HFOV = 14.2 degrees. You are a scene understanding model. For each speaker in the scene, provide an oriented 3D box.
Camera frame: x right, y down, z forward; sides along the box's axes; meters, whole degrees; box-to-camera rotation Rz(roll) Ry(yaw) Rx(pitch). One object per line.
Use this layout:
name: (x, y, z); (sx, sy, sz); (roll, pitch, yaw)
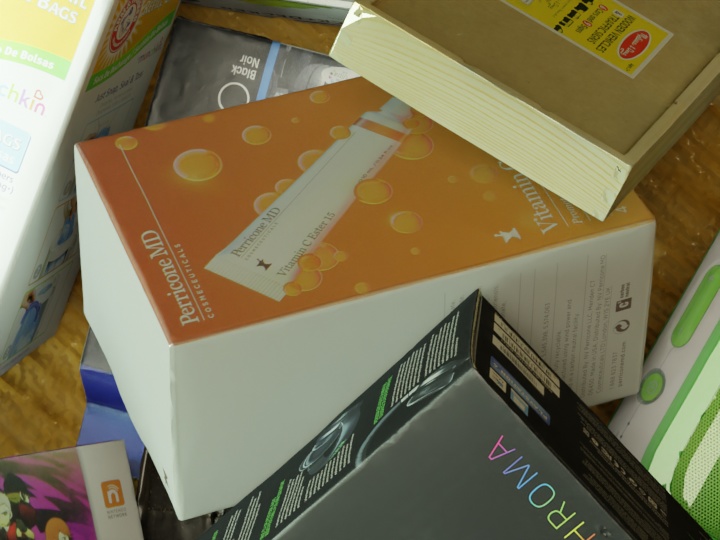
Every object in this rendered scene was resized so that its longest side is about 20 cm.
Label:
speaker: (0.161, 0.044, 1.190); (0.088, 0.088, 0.201); (30, 90, 9)

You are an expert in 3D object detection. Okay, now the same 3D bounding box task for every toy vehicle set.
toy vehicle set: (0.082, -0.097, 1.160); (0.124, 0.200, 0.027); (32, 122, 9)

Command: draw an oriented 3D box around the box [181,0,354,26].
box: (-0.020, -0.210, 1.244); (0.116, 0.060, 0.201); (10, 88, 9)

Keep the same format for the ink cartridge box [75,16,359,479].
ink cartridge box: (-0.058, -0.001, 1.246); (0.099, 0.039, 0.201); (14, 89, 7)

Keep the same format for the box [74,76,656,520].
box: (0.000, 0.000, 1.141); (0.199, 0.098, 0.125); (-15, 45, -16)

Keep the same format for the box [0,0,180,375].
box: (-0.160, -0.067, 1.201); (0.112, 0.101, 0.201); (27, 111, 8)

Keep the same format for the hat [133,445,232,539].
hat: (-0.001, 0.103, 1.185); (0.199, 0.081, 0.202); (0, 90, -11)

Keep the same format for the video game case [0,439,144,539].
video game case: (-0.154, 0.167, 1.119); (0.036, 0.199, 0.183); (-17, 82, 41)

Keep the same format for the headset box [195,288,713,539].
headset box: (0.027, 0.143, 1.072); (0.200, 0.093, 0.174); (-41, 99, 15)
